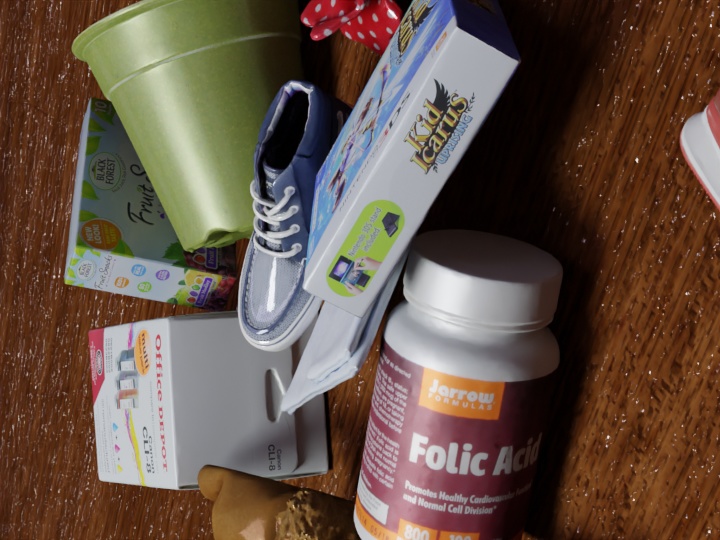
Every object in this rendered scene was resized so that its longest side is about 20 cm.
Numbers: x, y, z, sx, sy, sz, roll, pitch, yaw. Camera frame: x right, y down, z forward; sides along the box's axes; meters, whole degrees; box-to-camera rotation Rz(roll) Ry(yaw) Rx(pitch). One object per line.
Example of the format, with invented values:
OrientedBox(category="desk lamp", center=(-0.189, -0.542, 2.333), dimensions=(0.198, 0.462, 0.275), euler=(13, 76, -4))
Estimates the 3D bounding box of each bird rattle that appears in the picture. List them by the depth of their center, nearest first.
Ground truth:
OrientedBox(category="bird rattle", center=(0.009, -0.265, 0.964), dimensions=(0.200, 0.112, 0.163), euler=(101, 162, -47))

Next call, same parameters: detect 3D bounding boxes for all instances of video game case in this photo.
OrientedBox(category="video game case", center=(0.027, -0.092, 0.830), dimensions=(0.181, 0.045, 0.200), euler=(-58, 12, 21))

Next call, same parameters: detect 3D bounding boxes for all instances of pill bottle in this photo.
OrientedBox(category="pill bottle", center=(0.064, 0.083, 0.840), dimensions=(0.114, 0.114, 0.200), euler=(36, 124, 54))

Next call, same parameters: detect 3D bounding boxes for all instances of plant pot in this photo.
OrientedBox(category="plant pot", center=(-0.115, -0.121, 1.093), dimensions=(0.200, 0.200, 0.190), euler=(-18, 90, 59))

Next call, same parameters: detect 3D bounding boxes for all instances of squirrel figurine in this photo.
OrientedBox(category="squirrel figurine", center=(-0.056, 0.255, 0.967), dimensions=(0.200, 0.141, 0.187), euler=(-12, 60, 66))

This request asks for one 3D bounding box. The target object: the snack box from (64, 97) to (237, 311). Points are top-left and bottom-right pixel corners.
OrientedBox(category="snack box", center=(-0.186, -0.062, 1.184), dimensions=(0.200, 0.142, 0.053), euler=(-97, 24, -44))

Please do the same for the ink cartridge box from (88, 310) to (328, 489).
OrientedBox(category="ink cartridge box", center=(-0.138, 0.112, 1.163), dimensions=(0.200, 0.144, 0.146), euler=(-11, 82, 59))

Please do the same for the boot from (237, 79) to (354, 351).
OrientedBox(category="boot", center=(-0.060, -0.041, 0.980), dimensions=(0.073, 0.090, 0.200), euler=(15, 87, 25))

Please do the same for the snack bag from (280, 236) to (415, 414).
OrientedBox(category="snack bag", center=(0.000, 0.000, 0.922), dimensions=(0.189, 0.021, 0.200), euler=(-68, 9, -19))

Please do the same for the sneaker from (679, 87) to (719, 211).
OrientedBox(category="sneaker", center=(0.224, -0.040, 0.591), dimensions=(0.200, 0.078, 0.116), euler=(62, 143, 35))
